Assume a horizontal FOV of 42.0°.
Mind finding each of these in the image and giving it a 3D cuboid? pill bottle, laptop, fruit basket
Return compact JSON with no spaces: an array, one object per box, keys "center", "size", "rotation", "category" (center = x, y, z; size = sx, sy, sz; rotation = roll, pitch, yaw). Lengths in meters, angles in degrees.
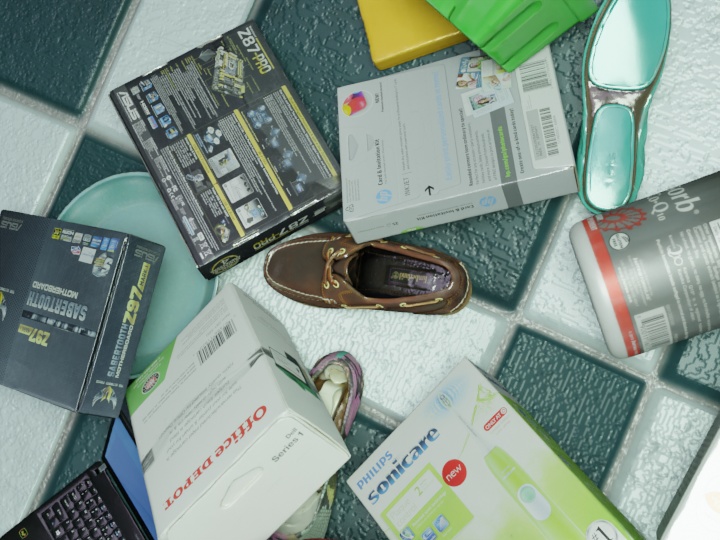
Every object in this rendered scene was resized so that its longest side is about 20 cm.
[{"center":[0.274,-0.014,0.735],"size":[0.198,0.116,0.117],"rotation":[-20,76,12],"category":"pill bottle"},{"center":[-0.233,0.258,0.846],"size":[0.199,0.103,0.178],"rotation":[-37,73,0],"category":"laptop"},{"center":[0.126,-0.298,0.785],"size":[0.213,0.155,0.219],"rotation":[-3,84,27],"category":"fruit basket"}]

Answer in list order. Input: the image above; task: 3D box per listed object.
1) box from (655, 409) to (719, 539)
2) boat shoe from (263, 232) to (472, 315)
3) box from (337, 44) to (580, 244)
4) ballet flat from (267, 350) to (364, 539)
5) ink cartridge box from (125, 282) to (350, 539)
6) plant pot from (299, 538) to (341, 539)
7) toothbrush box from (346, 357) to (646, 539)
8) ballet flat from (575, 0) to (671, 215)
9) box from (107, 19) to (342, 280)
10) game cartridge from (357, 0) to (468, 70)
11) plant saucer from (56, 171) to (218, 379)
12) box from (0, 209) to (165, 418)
[{"center":[0.324,0.147,0.704],"size":[0.123,0.097,0.202],"rotation":[29,91,19],"category":"box"},{"center":[0.000,0.000,0.839],"size":[0.197,0.070,0.072],"rotation":[3,83,18],"category":"boat shoe"},{"center":[0.080,-0.117,0.821],"size":[0.197,0.041,0.158],"rotation":[-13,56,13],"category":"box"},{"center":[-0.049,0.167,0.825],"size":[0.068,0.071,0.203],"rotation":[17,87,15],"category":"ballet flat"},{"center":[-0.111,0.127,0.789],"size":[0.146,0.084,0.200],"rotation":[-45,35,7],"category":"ink cartridge box"},{"center":[-0.019,0.308,0.735],"size":[0.197,0.182,0.204],"rotation":[-2,81,16],"category":"plant pot"},{"center":[0.109,0.196,0.745],"size":[0.146,0.086,0.200],"rotation":[-45,57,6],"category":"toothbrush box"},{"center":[0.215,-0.146,0.793],"size":[0.066,0.070,0.203],"rotation":[9,95,6],"category":"ballet flat"},{"center":[-0.123,-0.117,0.883],"size":[0.160,0.049,0.201],"rotation":[-30,74,-5],"category":"box"},{"center":[0.072,-0.311,0.889],"size":[0.174,0.032,0.203],"rotation":[-16,80,13],"category":"game cartridge"},{"center":[-0.222,0.006,0.920],"size":[0.197,0.036,0.203],"rotation":[-3,80,16],"category":"plant saucer"},{"center":[-0.280,0.035,0.862],"size":[0.198,0.051,0.160],"rotation":[11,84,37],"category":"box"}]
